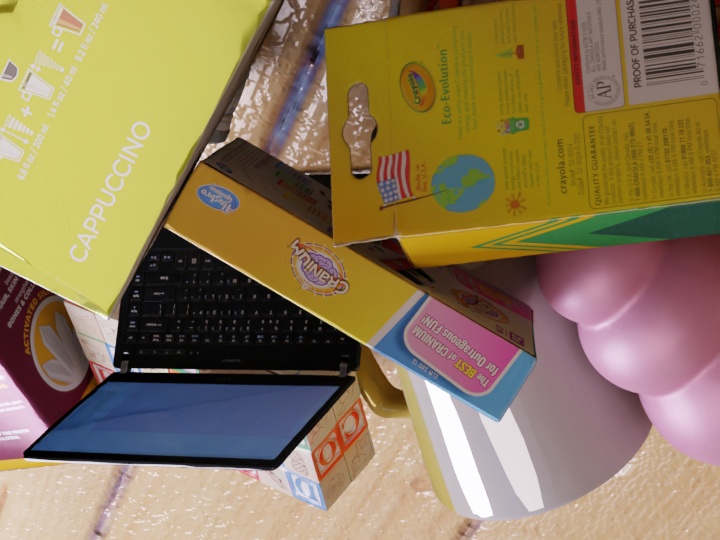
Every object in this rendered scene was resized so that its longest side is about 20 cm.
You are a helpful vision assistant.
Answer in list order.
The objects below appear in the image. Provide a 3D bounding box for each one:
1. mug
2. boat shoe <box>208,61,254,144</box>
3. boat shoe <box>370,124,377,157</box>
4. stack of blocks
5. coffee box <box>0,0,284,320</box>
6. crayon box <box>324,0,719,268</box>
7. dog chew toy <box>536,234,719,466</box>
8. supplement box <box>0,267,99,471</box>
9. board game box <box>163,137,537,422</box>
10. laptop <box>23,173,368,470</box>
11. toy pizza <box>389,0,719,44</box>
[{"bbox_3d":[0.068,0.055,1.247,0.186,0.150,0.153,-19,117,15],"label":"mug"},{"bbox_3d":[-0.164,-0.140,1.211,0.202,0.074,0.065,24,103,3],"label":"boat shoe"},{"bbox_3d":[0.105,-0.063,1.084,0.200,0.076,0.072,-3,154,14],"label":"boat shoe"},{"bbox_3d":[-0.094,0.071,1.350,0.200,0.059,0.115,20,142,33],"label":"stack of blocks"},{"bbox_3d":[-0.161,-0.129,1.072,0.200,0.198,0.200,28,110,-5],"label":"coffee box"},{"bbox_3d":[0.085,-0.074,1.022,0.200,0.127,0.051,-6,159,11],"label":"crayon box"},{"bbox_3d":[0.184,0.028,1.176,0.200,0.125,0.125,35,137,-19],"label":"dog chew toy"},{"bbox_3d":[-0.257,0.030,1.386,0.086,0.110,0.200,-9,129,29],"label":"supplement box"},{"bbox_3d":[0.000,0.000,1.091,0.200,0.153,0.040,30,99,0],"label":"board game box"},{"bbox_3d":[-0.097,0.027,1.232,0.177,0.200,0.103,0,167,25],"label":"laptop"},{"bbox_3d":[0.115,-0.125,1.087,0.200,0.032,0.200,1,142,1],"label":"toy pizza"}]
